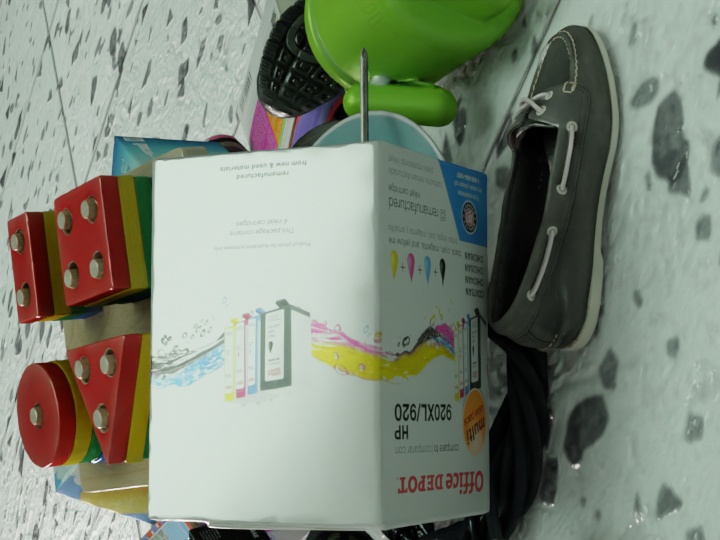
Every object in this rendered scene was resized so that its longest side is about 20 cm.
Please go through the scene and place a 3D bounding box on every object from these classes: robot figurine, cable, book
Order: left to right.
[{"bbox_3d":[-0.064,-0.145,1.432,0.200,0.048,0.134,-112,35,-54],"label":"book"},{"bbox_3d":[0.034,-0.184,1.117,0.200,0.116,0.176,-26,50,63],"label":"robot figurine"},{"bbox_3d":[0.059,0.103,1.016,0.163,0.051,0.200,-115,42,-55],"label":"cable"}]

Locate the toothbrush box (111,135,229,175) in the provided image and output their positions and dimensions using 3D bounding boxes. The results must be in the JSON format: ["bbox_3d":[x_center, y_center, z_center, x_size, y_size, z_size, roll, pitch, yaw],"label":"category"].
[{"bbox_3d":[-0.125,-0.005,1.178,0.200,0.085,0.147,-139,53,-68],"label":"toothbrush box"}]

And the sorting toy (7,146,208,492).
[{"bbox_3d":[-0.161,0.040,1.057,0.200,0.070,0.199,-16,79,55],"label":"sorting toy"}]

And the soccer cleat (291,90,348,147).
[{"bbox_3d":[-0.032,-0.057,1.293,0.076,0.067,0.200,25,101,62],"label":"soccer cleat"}]

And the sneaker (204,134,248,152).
[{"bbox_3d":[-0.115,-0.019,1.460,0.087,0.074,0.200,-170,84,-67],"label":"sneaker"}]

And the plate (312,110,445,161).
[{"bbox_3d":[0.007,-0.001,1.057,0.200,0.026,0.200,-12,75,50],"label":"plate"}]

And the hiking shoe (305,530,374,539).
[{"bbox_3d":[0.020,0.220,1.029,0.200,0.076,0.101,64,144,41],"label":"hiking shoe"}]

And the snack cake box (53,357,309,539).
[{"bbox_3d":[-0.132,0.134,1.256,0.067,0.200,0.115,-49,35,26],"label":"snack cake box"}]

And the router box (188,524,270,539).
[{"bbox_3d":[-0.052,0.269,1.046,0.200,0.051,0.149,-132,35,-56],"label":"router box"}]

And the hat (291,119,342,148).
[{"bbox_3d":[0.000,0.000,1.151,0.200,0.081,0.201,-12,75,51],"label":"hat"}]

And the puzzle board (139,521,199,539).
[{"bbox_3d":[-0.103,0.277,1.217,0.200,0.017,0.151,52,143,8],"label":"puzzle board"}]

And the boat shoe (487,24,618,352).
[{"bbox_3d":[0.107,-0.053,0.959,0.067,0.057,0.200,152,124,-63],"label":"boat shoe"}]

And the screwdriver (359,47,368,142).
[{"bbox_3d":[-0.001,-0.039,1.026,0.029,0.028,0.200,-9,80,22],"label":"screwdriver"}]

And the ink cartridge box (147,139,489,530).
[{"bbox_3d":[-0.019,0.041,0.927,0.144,0.147,0.200,-3,84,27],"label":"ink cartridge box"}]

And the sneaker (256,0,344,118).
[{"bbox_3d":[-0.016,-0.197,1.278,0.200,0.076,0.091,-57,7,-14],"label":"sneaker"}]

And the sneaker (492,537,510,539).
[{"bbox_3d":[0.107,0.209,0.821,0.200,0.075,0.106,35,110,65],"label":"sneaker"}]
